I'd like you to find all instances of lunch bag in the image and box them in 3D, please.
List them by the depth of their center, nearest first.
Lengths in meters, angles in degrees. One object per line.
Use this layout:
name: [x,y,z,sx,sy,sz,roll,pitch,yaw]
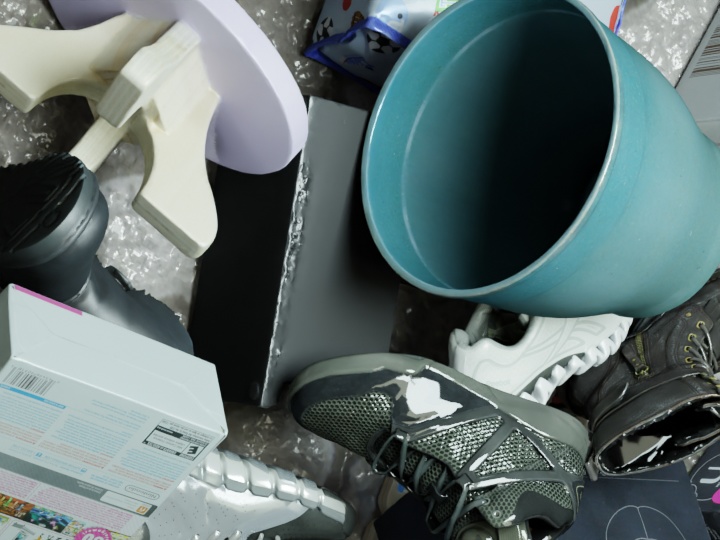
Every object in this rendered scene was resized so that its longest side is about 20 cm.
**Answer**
lunch bag: [0.085,-0.182,1.609,0.199,0.124,0.171,25,75,-22]

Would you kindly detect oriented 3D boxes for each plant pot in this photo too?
plant pot: [0.135,-0.058,1.491,0.188,0.199,0.201,22,75,-46]

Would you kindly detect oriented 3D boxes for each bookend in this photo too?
bookend: [0.000,0.000,1.557,0.199,0.092,0.200,11,86,-39]

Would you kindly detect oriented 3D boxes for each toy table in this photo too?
toy table: [-0.140,-0.107,1.424,0.200,0.184,0.117,34,53,6]

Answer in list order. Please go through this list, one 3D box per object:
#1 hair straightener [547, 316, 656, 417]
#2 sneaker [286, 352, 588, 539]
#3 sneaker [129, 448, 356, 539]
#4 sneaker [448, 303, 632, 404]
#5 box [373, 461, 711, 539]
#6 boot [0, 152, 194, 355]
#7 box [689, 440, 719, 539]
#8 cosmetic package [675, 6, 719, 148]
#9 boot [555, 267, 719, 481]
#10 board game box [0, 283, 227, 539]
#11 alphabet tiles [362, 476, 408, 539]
hair straightener: [0.194,0.062,1.673,0.077,0.041,0.201,25,93,-13]
sneaker: [0.048,0.122,1.449,0.198,0.076,0.115,21,46,-15]
sneaker: [-0.105,0.170,1.495,0.199,0.075,0.116,22,80,-22]
sneaker: [0.123,0.034,1.580,0.200,0.075,0.081,-42,131,-42]
box: [0.139,0.232,1.563,0.199,0.124,0.198,7,56,-35]
boot: [-0.154,0.014,1.384,0.168,0.200,0.077,46,73,-21]
box: [0.352,0.156,1.787,0.200,0.114,0.132,-49,115,-25]
cosmetic package: [0.370,-0.118,1.781,0.200,0.166,0.168,41,66,-28]
boot: [0.226,0.074,1.575,0.199,0.174,0.069,-29,105,-1]
board game box: [-0.194,0.113,1.353,0.147,0.200,0.064,24,33,-32]
alphabet tiles: [0.084,0.210,1.654,0.200,0.015,0.197,31,71,-30]
